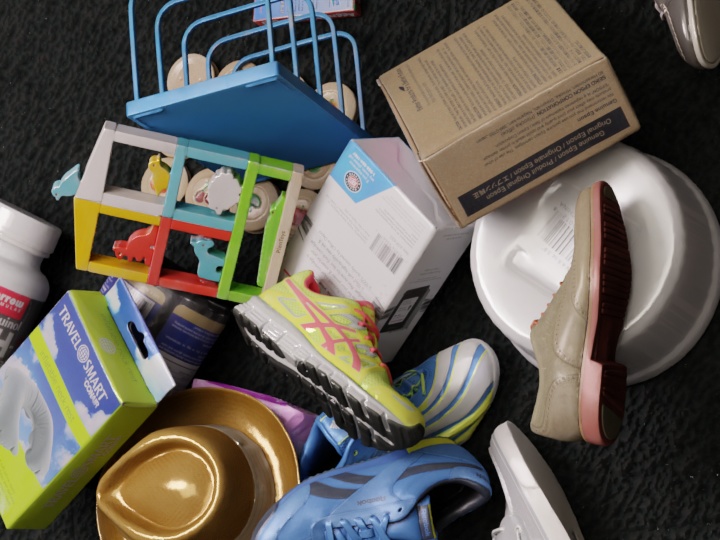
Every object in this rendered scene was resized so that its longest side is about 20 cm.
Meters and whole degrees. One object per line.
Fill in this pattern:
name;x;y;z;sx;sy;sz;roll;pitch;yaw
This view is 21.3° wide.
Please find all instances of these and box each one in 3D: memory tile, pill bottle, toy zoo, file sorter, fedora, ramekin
memory tile;-0.102;-0.112;1.731;0.199;0.017;0.154;14;84;26
pill bottle;-0.209;0.088;1.682;0.112;0.112;0.201;35;94;26
toy zoo;-0.157;-0.048;1.587;0.199;0.020;0.132;12;115;-7
file sorter;-0.094;-0.169;1.622;0.138;0.200;0.123;-13;71;20
fedora;-0.148;0.183;1.566;0.200;0.082;0.202;-7;74;27
pill bottle;-0.354;0.035;1.759;0.110;0.111;0.201;26;90;26
ramekin;0.185;-0.011;1.536;0.199;0.098;0.202;-5;77;22

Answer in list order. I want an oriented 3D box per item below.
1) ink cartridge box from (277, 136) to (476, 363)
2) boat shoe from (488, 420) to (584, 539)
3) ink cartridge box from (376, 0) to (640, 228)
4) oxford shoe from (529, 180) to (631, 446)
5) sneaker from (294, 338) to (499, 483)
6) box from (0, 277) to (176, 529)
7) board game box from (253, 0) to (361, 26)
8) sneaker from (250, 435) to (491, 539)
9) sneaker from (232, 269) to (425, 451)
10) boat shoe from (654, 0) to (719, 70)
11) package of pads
ink cartridge box;0.000;0.000;1.612;0.116;0.067;0.200;48;122;25
boat shoe;0.142;0.221;1.527;0.068;0.072;0.201;-30;78;15
ink cartridge box;0.114;-0.135;1.534;0.164;0.075;0.200;-30;26;5
oxford shoe;0.160;0.031;1.446;0.074;0.070;0.201;-1;77;30
sneaker;0.026;0.128;1.572;0.200;0.105;0.076;-45;62;9
box;-0.248;0.111;1.600;0.200;0.048;0.122;-46;59;27
board game box;-0.045;-0.326;1.750;0.102;0.019;0.201;-2;78;22
sneaker;0.010;0.195;1.518;0.199;0.066;0.078;-21;28;-14
sneaker;-0.011;0.063;1.532;0.090;0.078;0.200;-39;59;-19
boat shoe;0.263;-0.253;1.577;0.057;0.067;0.201;-15;68;37
package of pads;-0.113;0.202;1.635;0.120;0.076;0.201;14;85;26
